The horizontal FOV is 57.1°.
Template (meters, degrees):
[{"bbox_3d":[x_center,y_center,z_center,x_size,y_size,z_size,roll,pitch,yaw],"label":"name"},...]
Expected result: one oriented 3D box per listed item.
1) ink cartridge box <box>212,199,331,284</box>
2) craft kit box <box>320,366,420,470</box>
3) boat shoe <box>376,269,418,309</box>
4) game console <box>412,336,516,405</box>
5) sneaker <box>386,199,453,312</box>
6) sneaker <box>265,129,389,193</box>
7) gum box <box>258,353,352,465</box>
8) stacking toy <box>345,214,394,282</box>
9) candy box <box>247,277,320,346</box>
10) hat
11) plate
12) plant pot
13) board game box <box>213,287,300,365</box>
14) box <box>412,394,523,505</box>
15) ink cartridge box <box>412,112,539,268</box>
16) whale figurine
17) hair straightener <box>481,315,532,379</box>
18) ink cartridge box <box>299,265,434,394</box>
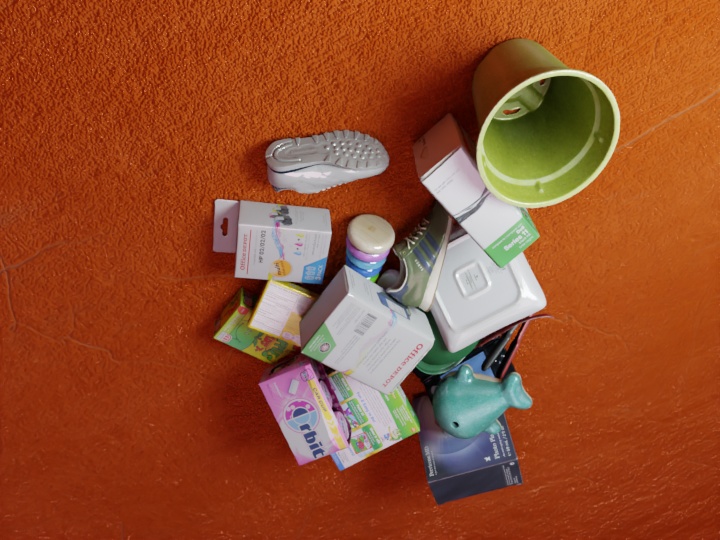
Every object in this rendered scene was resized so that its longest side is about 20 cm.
[{"bbox_3d":[-0.153,-0.048,1.122,0.193,0.069,0.118,4,130,-11],"label":"ink cartridge box"},{"bbox_3d":[-0.007,0.278,1.342,0.193,0.049,0.204,-26,104,13],"label":"craft kit box"},{"bbox_3d":[0.075,0.062,1.251,0.069,0.064,0.203,18,142,24],"label":"boat shoe"},{"bbox_3d":[0.198,0.201,1.351,0.197,0.176,0.118,-33,154,21],"label":"game console"},{"bbox_3d":[0.099,-0.037,1.126,0.087,0.067,0.207,13,97,-5],"label":"sneaker"},{"bbox_3d":[-0.051,-0.164,1.045,0.193,0.078,0.082,-1,143,0],"label":"sneaker"},{"bbox_3d":[-0.107,0.261,1.285,0.111,0.066,0.205,-21,106,11],"label":"gum box"},{"bbox_3d":[0.000,0.000,1.184,0.082,0.087,0.203,5,136,-11],"label":"stacking toy"},{"bbox_3d":[-0.096,0.090,1.196,0.195,0.027,0.104,24,108,-18],"label":"candy box"},{"bbox_3d":[0.202,0.128,1.200,0.162,0.175,0.205,18,97,-32],"label":"hat"},{"bbox_3d":[0.197,0.014,1.161,0.196,0.032,0.204,-27,84,17],"label":"plate"},{"bbox_3d":[0.239,-0.229,0.944,0.193,0.187,0.205,-4,131,-5],"label":"plant pot"},{"bbox_3d":[-0.173,0.122,1.276,0.197,0.048,0.102,30,121,-28],"label":"board game box"},{"bbox_3d":[0.227,0.367,1.430,0.193,0.204,0.125,-18,136,8],"label":"box"},{"bbox_3d":[0.176,-0.126,1.026,0.083,0.148,0.199,-38,115,21],"label":"ink cartridge box"},{"bbox_3d":[0.227,0.259,1.274,0.196,0.104,0.162,-18,107,36],"label":"whale figurine"},{"bbox_3d":[0.288,0.110,1.288,0.075,0.041,0.204,28,98,-3],"label":"hair straightener"},{"bbox_3d":[0.010,0.109,1.154,0.197,0.088,0.146,30,114,-24],"label":"ink cartridge box"}]
